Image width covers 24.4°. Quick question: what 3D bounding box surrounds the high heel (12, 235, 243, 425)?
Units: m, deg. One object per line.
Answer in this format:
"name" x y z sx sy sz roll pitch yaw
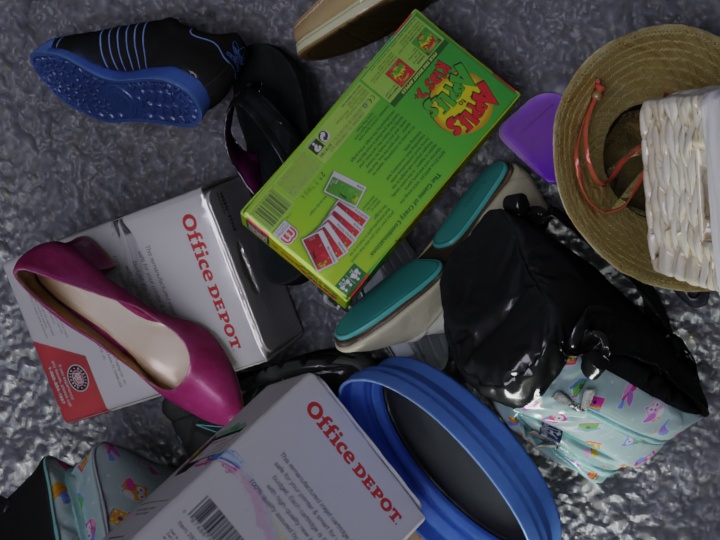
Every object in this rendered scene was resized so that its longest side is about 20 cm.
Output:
"high heel" -0.176 0.052 1.263 0.067 0.096 0.200 -42 86 24

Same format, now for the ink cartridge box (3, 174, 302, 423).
"ink cartridge box" -0.167 0.023 1.352 0.200 0.083 0.147 -18 96 23

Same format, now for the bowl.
"bowl" 0.066 0.147 1.217 0.201 0.039 0.201 40 154 24

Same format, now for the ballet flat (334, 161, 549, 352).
"ballet flat" 0.067 0.005 1.228 0.069 0.069 0.200 42 75 8

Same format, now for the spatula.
"spatula" 0.187 -0.049 1.231 0.057 0.021 0.200 -43 89 -1

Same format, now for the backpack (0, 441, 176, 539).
"backpack" -0.185 0.245 1.346 0.153 0.200 0.176 -39 45 16

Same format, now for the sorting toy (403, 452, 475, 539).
"sorting toy" 0.024 0.200 1.343 0.185 0.036 0.200 -35 88 24

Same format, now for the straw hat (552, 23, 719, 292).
"straw hat" 0.200 -0.075 1.178 0.085 0.201 0.201 -14 98 64

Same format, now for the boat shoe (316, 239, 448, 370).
"boat shoe" 0.000 0.000 1.298 0.071 0.072 0.200 -34 78 32

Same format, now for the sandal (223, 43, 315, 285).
"sandal" -0.070 -0.088 1.272 0.075 0.048 0.201 -27 66 39

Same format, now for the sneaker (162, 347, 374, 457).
"sneaker" -0.067 0.113 1.339 0.200 0.075 0.079 -18 87 33

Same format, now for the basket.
"basket" 0.292 -0.064 1.086 0.200 0.123 0.136 -9 100 -20

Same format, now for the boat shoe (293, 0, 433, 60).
"boat shoe" 0.025 -0.229 1.234 0.200 0.074 0.066 -33 76 22

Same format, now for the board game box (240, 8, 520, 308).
"board game box" 0.014 -0.082 1.224 0.102 0.048 0.200 40 83 3

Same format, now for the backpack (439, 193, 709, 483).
"backpack" 0.152 0.061 1.185 0.127 0.167 0.200 -37 131 25

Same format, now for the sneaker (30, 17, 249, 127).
"sneaker" -0.175 -0.164 1.327 0.200 0.078 0.070 15 143 37

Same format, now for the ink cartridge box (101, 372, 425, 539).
"ink cartridge box" -0.073 0.194 1.221 0.145 0.200 0.084 53 151 -9
